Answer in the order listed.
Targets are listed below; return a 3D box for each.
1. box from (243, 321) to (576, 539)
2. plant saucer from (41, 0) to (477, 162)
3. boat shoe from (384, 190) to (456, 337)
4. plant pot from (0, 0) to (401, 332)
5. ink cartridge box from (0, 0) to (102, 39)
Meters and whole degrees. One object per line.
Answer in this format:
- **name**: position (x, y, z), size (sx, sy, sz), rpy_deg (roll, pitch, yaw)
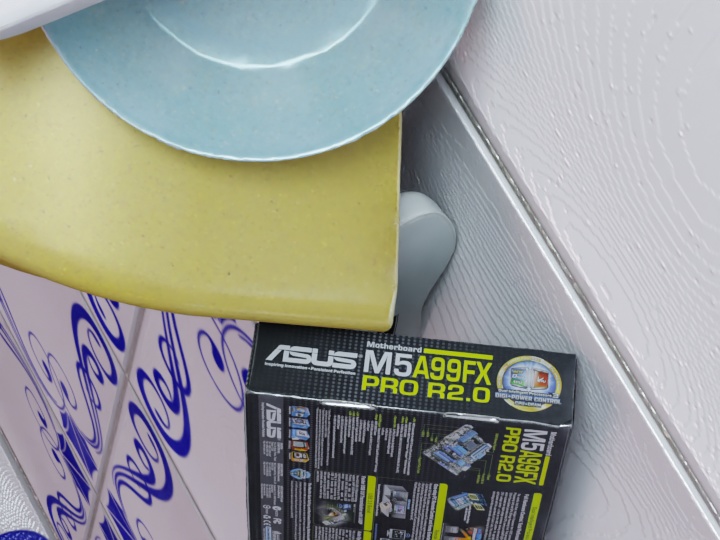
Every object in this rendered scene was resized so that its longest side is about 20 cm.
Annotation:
- **box**: position (0.021, 0.105, 0.968), size (0.200, 0.160, 0.044), rpy_deg (93, -177, -55)
- **plant saucer**: position (-0.046, -0.149, 0.802), size (0.039, 0.201, 0.201), rpy_deg (-91, -18, -74)
- **boat shoe**: position (0.000, 0.000, 1.015), size (0.064, 0.071, 0.200), rpy_deg (57, 161, 18)
- **plant pot**: position (-0.109, -0.074, 0.920), size (0.195, 0.200, 0.194), rpy_deg (-169, 79, -67)
- **ink cartridge box**: position (-0.100, -0.184, 0.712), size (0.145, 0.200, 0.083), rpy_deg (69, -156, -8)
